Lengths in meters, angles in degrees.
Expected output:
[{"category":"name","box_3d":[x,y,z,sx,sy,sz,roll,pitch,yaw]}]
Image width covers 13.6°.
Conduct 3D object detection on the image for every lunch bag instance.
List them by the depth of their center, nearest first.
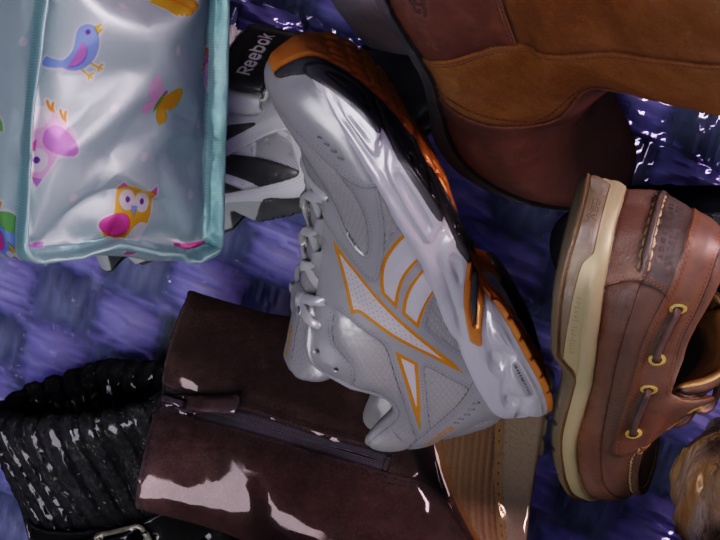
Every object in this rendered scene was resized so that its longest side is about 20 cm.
[{"category":"lunch bag","box_3d":[-0.135,-0.108,1.186,0.170,0.122,0.201,6,95,47]}]

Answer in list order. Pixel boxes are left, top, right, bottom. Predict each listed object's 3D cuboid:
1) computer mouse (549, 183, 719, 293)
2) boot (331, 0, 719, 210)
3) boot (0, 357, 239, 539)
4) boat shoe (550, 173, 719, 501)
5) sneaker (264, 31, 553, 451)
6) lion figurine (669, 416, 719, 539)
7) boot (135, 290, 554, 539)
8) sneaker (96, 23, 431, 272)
[{"category":"computer mouse","box_3d":[0.171,-0.006,1.205,0.199,0.034,0.059,-2,113,21]},{"category":"boot","box_3d":[0.108,-0.074,1.106,0.199,0.069,0.188,9,148,43]},{"category":"boot","box_3d":[-0.055,0.113,1.319,0.210,0.079,0.159,-8,104,15]},{"category":"boat shoe","box_3d":[0.113,0.037,1.187,0.067,0.072,0.200,10,149,10]},{"category":"sneaker","box_3d":[0.000,0.000,1.169,0.092,0.076,0.200,-26,123,9]},{"category":"lion figurine","box_3d":[0.223,0.078,1.206,0.199,0.073,0.123,6,127,12]},{"category":"boot","box_3d":[-0.013,0.114,1.260,0.165,0.072,0.201,9,77,1]},{"category":"sneaker","box_3d":[-0.046,-0.069,1.232,0.199,0.074,0.089,-19,108,26]}]
